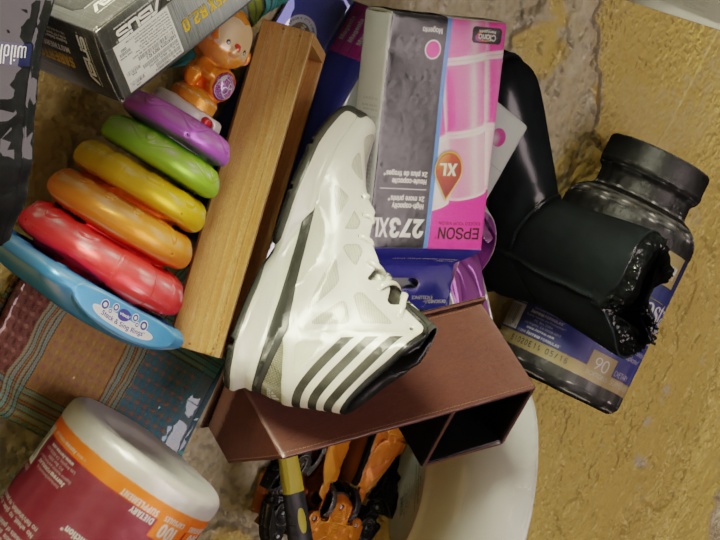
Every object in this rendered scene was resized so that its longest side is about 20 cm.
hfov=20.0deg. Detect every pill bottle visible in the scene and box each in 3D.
[{"bbox_3d":[0.191,0.001,1.589,0.112,0.112,0.200,27,89,-51],"label":"pill bottle"},{"bbox_3d":[-0.187,0.189,1.250,0.200,0.114,0.114,-54,140,1],"label":"pill bottle"}]

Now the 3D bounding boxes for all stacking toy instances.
[{"bbox_3d":[-0.117,-0.063,1.181,0.116,0.110,0.200,33,87,-43],"label":"stacking toy"}]

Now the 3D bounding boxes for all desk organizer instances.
[{"bbox_3d":[0.007,0.086,1.319,0.200,0.077,0.072,-13,146,-31],"label":"desk organizer"}]

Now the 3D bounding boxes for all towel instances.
[{"bbox_3d":[-0.156,0.048,1.298,0.200,0.022,0.147,34,82,-50],"label":"towel"}]

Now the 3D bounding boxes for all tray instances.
[{"bbox_3d":[-0.069,-0.048,1.251,0.099,0.037,0.201,25,82,-87],"label":"tray"}]

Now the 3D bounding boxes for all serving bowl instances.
[{"bbox_3d":[0.064,0.169,1.502,0.066,0.200,0.201,13,101,-13],"label":"serving bowl"}]

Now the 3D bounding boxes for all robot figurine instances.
[{"bbox_3d":[-0.012,0.115,1.462,0.145,0.058,0.200,20,93,-50],"label":"robot figurine"}]

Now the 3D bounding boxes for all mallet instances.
[{"bbox_3d":[-0.038,0.139,1.381,0.066,0.041,0.201,-22,107,-29],"label":"mallet"}]

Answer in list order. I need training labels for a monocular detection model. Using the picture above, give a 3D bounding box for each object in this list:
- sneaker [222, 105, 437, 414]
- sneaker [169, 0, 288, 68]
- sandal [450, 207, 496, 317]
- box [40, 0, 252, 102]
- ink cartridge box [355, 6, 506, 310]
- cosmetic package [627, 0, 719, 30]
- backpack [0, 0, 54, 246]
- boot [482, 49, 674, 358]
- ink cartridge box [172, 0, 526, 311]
[{"bbox_3d":[0.000,0.000,1.258,0.076,0.115,0.201,99,10,-68],"label":"sneaker"},{"bbox_3d":[-0.087,-0.170,1.240,0.200,0.078,0.080,-28,147,-31],"label":"sneaker"},{"bbox_3d":[0.076,-0.020,1.464,0.082,0.050,0.203,-49,128,-56],"label":"sandal"},{"bbox_3d":[-0.115,-0.184,1.116,0.200,0.158,0.048,-42,133,-26],"label":"box"},{"bbox_3d":[0.039,-0.069,1.337,0.094,0.037,0.201,0,102,-34],"label":"ink cartridge box"},{"bbox_3d":[0.199,-0.228,1.410,0.051,0.200,0.083,-48,138,-19],"label":"cosmetic package"},{"bbox_3d":[-0.257,-0.081,1.018,0.200,0.154,0.191,-23,117,-32],"label":"backpack"},{"bbox_3d":[0.151,-0.049,1.474,0.076,0.168,0.201,-25,126,-40],"label":"boot"},{"bbox_3d":[-0.006,-0.065,1.352,0.200,0.043,0.197,34,82,-36],"label":"ink cartridge box"}]
